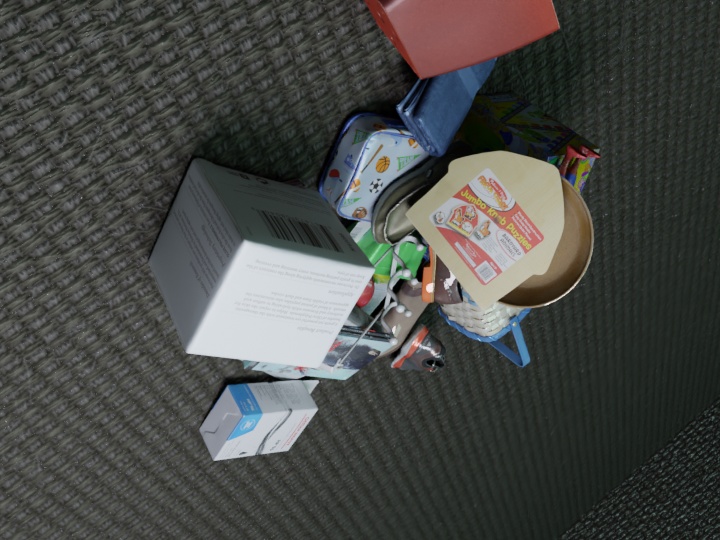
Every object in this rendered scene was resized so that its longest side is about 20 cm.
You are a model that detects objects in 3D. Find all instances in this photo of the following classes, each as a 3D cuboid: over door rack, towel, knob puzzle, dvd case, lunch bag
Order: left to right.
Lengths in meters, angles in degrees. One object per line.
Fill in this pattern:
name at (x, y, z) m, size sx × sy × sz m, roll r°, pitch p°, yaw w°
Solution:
dvd case at (-0.064, 0.127, 1.335) m, size 0.199 × 0.022 × 0.146 m, roll 13°, pitch 142°, yaw -36°
over door rack at (0.021, 0.054, 1.238) m, size 0.200 × 0.066 × 0.148 m, roll -34°, pitch 144°, yaw -40°
lunch bag at (0.045, -0.150, 1.243) m, size 0.199 × 0.076 × 0.161 m, roll 1°, pitch 122°, yaw -43°
towel at (0.127, -0.267, 1.187) m, size 0.201 × 0.048 × 0.112 m, roll -61°, pitch 143°, yaw -15°
knob puzzle at (0.191, -0.076, 1.167) m, size 0.220 × 0.219 × 0.030 m, roll -56°, pitch 175°, yaw 15°

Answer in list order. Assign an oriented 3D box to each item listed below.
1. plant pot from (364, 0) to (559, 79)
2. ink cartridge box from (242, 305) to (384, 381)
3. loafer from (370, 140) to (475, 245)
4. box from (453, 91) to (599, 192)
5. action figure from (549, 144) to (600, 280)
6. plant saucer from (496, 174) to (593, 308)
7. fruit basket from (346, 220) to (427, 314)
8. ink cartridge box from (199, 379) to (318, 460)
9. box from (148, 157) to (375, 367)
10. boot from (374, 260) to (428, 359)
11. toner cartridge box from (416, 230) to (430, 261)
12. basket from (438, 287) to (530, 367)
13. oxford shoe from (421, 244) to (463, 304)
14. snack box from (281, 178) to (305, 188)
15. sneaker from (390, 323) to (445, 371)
plant pot at (0.093, -0.354, 1.010) m, size 0.176 × 0.200 × 0.200 m, roll -34°, pitch 144°, yaw 5°
ink cartridge box at (-0.081, 0.112, 1.373) m, size 0.199 × 0.050 × 0.162 m, roll -21°, pitch 150°, yaw 21°
loafer at (0.099, -0.106, 1.215) m, size 0.200 × 0.070 × 0.075 m, roll -43°, pitch 139°, yaw -7°
box at (0.232, -0.143, 1.325) m, size 0.121 × 0.193 × 0.201 m, roll -13°, pitch 132°, yaw -36°
action figure at (0.295, -0.069, 1.216) m, size 0.065 × 0.099 × 0.201 m, roll -8°, pitch 133°, yaw -45°
plant saucer at (0.230, -0.049, 1.191) m, size 0.201 × 0.200 × 0.035 m, roll -60°, pitch 161°, yaw 20°
fruit basket at (0.000, 0.000, 1.351) m, size 0.185 × 0.094 × 0.200 m, roll 8°, pitch 134°, yaw -46°
ink cartridge box at (-0.154, 0.248, 1.424) m, size 0.199 × 0.068 × 0.116 m, roll 3°, pitch 132°, yaw -45°
box at (-0.131, -0.006, 1.084) m, size 0.198 × 0.200 × 0.172 m, roll 12°, pitch 118°, yaw -38°
boot at (0.077, 0.052, 1.444) m, size 0.200 × 0.070 × 0.147 m, roll -45°, pitch 166°, yaw -33°
toner cartridge box at (0.191, -0.062, 1.445) m, size 0.199 × 0.095 × 0.043 m, roll -20°, pitch 136°, yaw -30°
basket at (0.230, 0.070, 1.540) m, size 0.139 × 0.176 × 0.201 m, roll -33°, pitch 131°, yaw -20°
oxford shoe at (0.142, -0.043, 1.320) m, size 0.071 × 0.072 × 0.201 m, roll -54°, pitch 151°, yaw -64°
snack box at (-0.121, -0.037, 1.231) m, size 0.072 × 0.024 × 0.201 m, roll -18°, pitch 135°, yaw -28°
sneaker at (0.110, 0.160, 1.538) m, size 0.077 × 0.082 × 0.200 m, roll -54°, pitch 174°, yaw -13°
